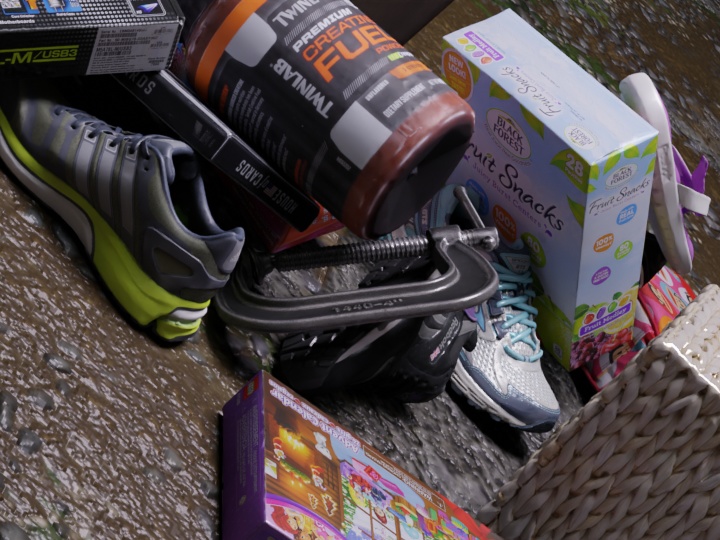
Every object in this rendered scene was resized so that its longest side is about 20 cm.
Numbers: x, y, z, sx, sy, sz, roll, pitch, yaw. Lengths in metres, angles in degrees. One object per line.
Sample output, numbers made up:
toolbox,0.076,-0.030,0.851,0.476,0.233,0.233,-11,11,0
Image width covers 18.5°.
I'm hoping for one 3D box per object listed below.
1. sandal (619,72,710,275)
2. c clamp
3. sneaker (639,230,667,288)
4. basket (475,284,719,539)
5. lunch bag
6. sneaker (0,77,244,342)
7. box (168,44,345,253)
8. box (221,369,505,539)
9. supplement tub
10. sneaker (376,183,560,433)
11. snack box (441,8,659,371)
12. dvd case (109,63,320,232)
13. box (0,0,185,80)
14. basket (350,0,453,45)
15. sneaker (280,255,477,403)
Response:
sandal,0.225,-0.064,1.566,0.203,0.050,0.083,67,5,-56
c clamp,0.000,0.000,1.368,0.199,0.027,0.171,-9,25,-16
sneaker,0.162,-0.043,1.714,0.099,0.070,0.200,-24,46,-24
basket,0.206,0.135,1.412,0.161,0.198,0.200,46,22,6
lunch bag,0.237,0.067,1.753,0.176,0.082,0.200,35,22,-37
sneaker,-0.138,-0.058,1.276,0.200,0.081,0.074,49,22,8
box,-0.058,-0.124,1.477,0.099,0.096,0.200,-20,64,-35
box,0.010,0.156,1.227,0.200,0.039,0.137,36,24,-24
supplement tub,-0.034,-0.118,1.349,0.200,0.107,0.107,41,20,14
sneaker,0.086,0.022,1.536,0.078,0.086,0.200,12,39,-53
snack box,0.127,-0.057,1.572,0.068,0.200,0.169,-25,48,-25
dvd case,-0.122,-0.110,1.366,0.200,0.025,0.150,41,1,26
box,-0.226,-0.188,1.280,0.199,0.048,0.194,-6,52,-28
basket,0.018,-0.246,1.726,0.136,0.200,0.180,53,22,19
sneaker,0.025,0.051,1.397,0.200,0.076,0.088,-36,112,-54
